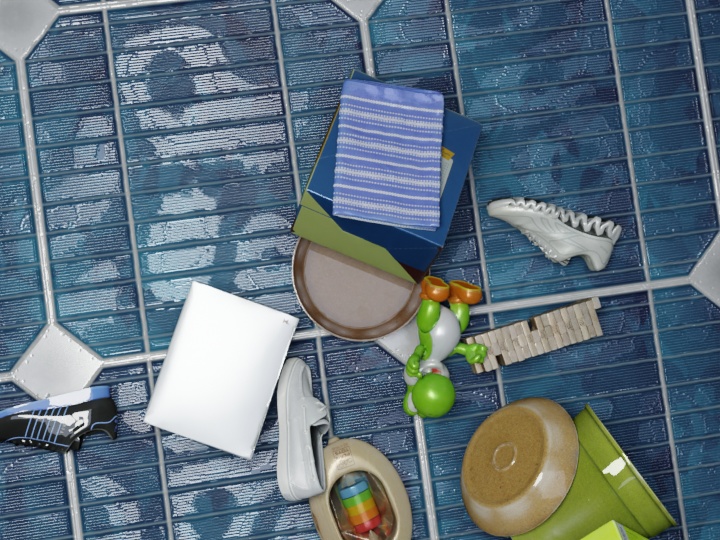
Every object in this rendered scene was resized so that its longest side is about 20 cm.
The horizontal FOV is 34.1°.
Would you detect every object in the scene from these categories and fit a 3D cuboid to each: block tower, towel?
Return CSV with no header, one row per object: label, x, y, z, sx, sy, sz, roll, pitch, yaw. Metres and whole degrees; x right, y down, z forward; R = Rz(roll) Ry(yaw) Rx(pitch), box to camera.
block tower,0.250,0.093,1.680,0.198,0.054,0.058,-19,89,-6
towel,0.040,-0.154,1.528,0.143,0.024,0.202,8,67,-10

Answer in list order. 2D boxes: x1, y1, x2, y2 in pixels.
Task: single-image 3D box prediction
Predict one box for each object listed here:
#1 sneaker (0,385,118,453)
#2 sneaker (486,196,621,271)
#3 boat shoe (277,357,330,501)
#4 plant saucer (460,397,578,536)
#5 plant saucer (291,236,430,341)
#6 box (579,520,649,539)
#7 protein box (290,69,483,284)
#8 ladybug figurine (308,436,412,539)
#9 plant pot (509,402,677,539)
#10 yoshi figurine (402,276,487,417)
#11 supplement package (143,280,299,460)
sneaker,-0.430,0.217,1.598,0.198,0.070,0.079,-14,81,-7
sneaker,0.274,-0.055,1.686,0.198,0.075,0.082,16,94,-4
boat shoe,-0.074,0.212,1.601,0.068,0.072,0.202,-10,55,18
plant saucer,0.205,0.259,1.598,0.035,0.200,0.201,33,83,-35
plant saucer,0.000,0.000,1.672,0.198,0.034,0.203,0,87,-5
box,0.292,0.412,1.549,0.200,0.048,0.122,-38,133,23
protein box,0.035,-0.127,1.603,0.197,0.135,0.202,22,64,-4
ladybug figurine,-0.002,0.325,1.631,0.134,0.072,0.202,-18,89,-6
plant pot,0.297,0.322,1.613,0.192,0.200,0.201,-38,90,5
yoshi figurine,0.111,0.117,1.614,0.111,0.112,0.202,17,103,17
supplement package,-0.189,0.135,1.606,0.154,0.111,0.202,20,84,-4
